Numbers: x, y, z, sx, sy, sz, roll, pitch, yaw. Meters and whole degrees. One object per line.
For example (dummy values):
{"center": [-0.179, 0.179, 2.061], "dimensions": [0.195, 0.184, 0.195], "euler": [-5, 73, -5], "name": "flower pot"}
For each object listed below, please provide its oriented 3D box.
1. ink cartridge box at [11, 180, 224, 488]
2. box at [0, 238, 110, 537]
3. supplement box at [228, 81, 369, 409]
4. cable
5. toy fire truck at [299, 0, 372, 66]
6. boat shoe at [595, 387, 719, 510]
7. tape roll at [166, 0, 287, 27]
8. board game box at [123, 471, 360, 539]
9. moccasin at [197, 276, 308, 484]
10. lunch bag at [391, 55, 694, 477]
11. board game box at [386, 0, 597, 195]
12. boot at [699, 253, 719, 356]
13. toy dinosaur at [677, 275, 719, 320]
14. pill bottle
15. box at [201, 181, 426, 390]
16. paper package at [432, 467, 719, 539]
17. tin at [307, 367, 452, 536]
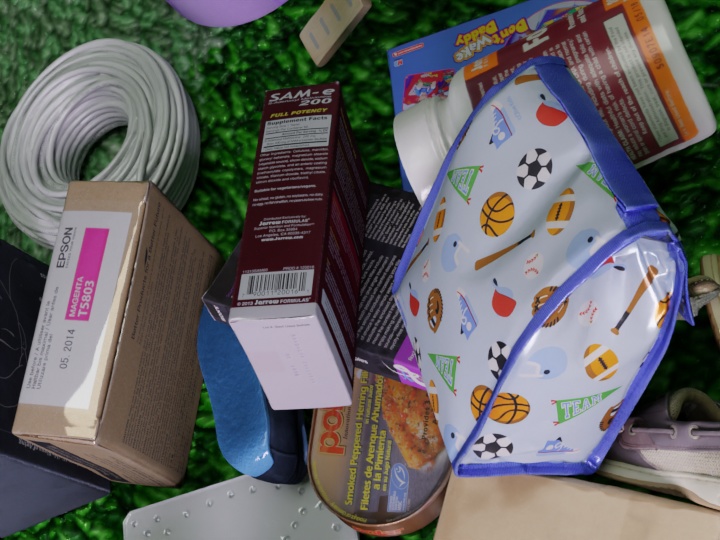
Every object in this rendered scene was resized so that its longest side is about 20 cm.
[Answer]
{"center": [-0.180, 0.052, 0.982], "dimensions": [0.074, 0.165, 0.202], "euler": [3, 70, 17], "name": "ink cartridge box"}
{"center": [-0.314, 0.087, 1.019], "dimensions": [0.123, 0.200, 0.198], "euler": [-25, 60, 18], "name": "box"}
{"center": [-0.037, -0.019, 0.872], "dimensions": [0.060, 0.109, 0.202], "euler": [-4, 52, 12], "name": "supplement box"}
{"center": [-0.233, -0.108, 1.138], "dimensions": [0.198, 0.069, 0.202], "euler": [13, 75, 31], "name": "cable"}
{"center": [0.013, -0.287, 1.070], "dimensions": [0.199, 0.129, 0.177], "euler": [-30, 58, 1], "name": "toy fire truck"}
{"center": [0.203, 0.105, 0.781], "dimensions": [0.200, 0.071, 0.066], "euler": [-176, 92, -65], "name": "boat shoe"}
{"center": [-0.119, -0.330, 1.175], "dimensions": [0.198, 0.066, 0.202], "euler": [-10, 66, 23], "name": "tape roll"}
{"center": [-0.081, 0.253, 0.933], "dimensions": [0.198, 0.026, 0.202], "euler": [-20, 62, 19], "name": "board game box"}
{"center": [-0.081, 0.082, 0.978], "dimensions": [0.080, 0.068, 0.201], "euler": [-30, 45, 26], "name": "moccasin"}
{"center": [0.112, -0.002, 0.763], "dimensions": [0.171, 0.122, 0.201], "euler": [-112, 30, -45], "name": "lunch bag"}
{"center": [0.124, -0.135, 0.979], "dimensions": [0.198, 0.045, 0.136], "euler": [-15, 63, 21], "name": "board game box"}
{"center": [0.309, 0.054, 0.789], "dimensions": [0.154, 0.073, 0.202], "euler": [-25, 57, 14], "name": "boot"}
{"center": [0.154, 0.033, 0.867], "dimensions": [0.200, 0.047, 0.089], "euler": [-41, 34, 41], "name": "toy dinosaur"}
{"center": [0.131, -0.106, 0.869], "dimensions": [0.198, 0.114, 0.115], "euler": [-24, 60, 17], "name": "pill bottle"}
{"center": [0.000, 0.000, 0.940], "dimensions": [0.198, 0.036, 0.144], "euler": [17, 60, 25], "name": "box"}
{"center": [0.130, 0.238, 0.786], "dimensions": [0.189, 0.103, 0.202], "euler": [8, 73, 28], "name": "paper package"}
{"center": [0.023, 0.094, 0.922], "dimensions": [0.111, 0.042, 0.202], "euler": [0, 61, 15], "name": "tin"}
